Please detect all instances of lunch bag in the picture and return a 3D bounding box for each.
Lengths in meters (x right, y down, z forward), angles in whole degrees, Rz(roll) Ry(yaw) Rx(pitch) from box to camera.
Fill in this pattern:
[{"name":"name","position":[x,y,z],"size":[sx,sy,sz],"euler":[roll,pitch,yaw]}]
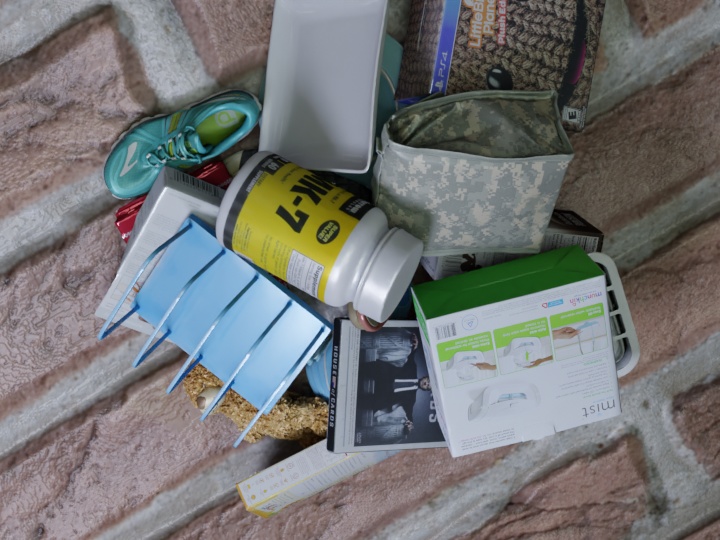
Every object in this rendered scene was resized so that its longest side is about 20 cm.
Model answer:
[{"name":"lunch bag","position":[0.106,-0.102,1.239],"size":[0.198,0.119,0.165],"euler":[-2,142,-9]}]

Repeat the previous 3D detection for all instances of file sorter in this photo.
[{"name":"file sorter","position":[-0.159,0.070,1.246],"size":[0.199,0.123,0.139],"euler":[38,116,0]}]

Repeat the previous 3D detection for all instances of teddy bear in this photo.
[{"name":"teddy bear","position":[-0.121,0.165,1.392],"size":[0.199,0.145,0.067],"euler":[32,61,-22]}]

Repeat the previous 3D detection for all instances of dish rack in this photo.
[{"name":"dish rack","position":[0.214,0.072,1.355],"size":[0.198,0.044,0.173],"euler":[-23,117,1]}]

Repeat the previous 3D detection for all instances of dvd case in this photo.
[{"name":"dvd case","position":[0.055,0.131,1.340],"size":[0.198,0.025,0.152],"euler":[2,93,-30]}]

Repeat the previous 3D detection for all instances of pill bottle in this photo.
[{"name":"pill bottle","position":[-0.042,-0.034,1.217],"size":[0.199,0.114,0.115],"euler":[28,101,12]}]

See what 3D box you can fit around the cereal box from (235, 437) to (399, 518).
[{"name":"cereal box","position":[-0.046,0.238,1.417],"size":[0.198,0.144,0.040],"euler":[-27,73,-4]}]

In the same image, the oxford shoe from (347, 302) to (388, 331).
[{"name":"oxford shoe","position":[0.000,0.000,1.332],"size":[0.074,0.201,0.071],"euler":[-16,125,20]}]

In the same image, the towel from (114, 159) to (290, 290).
[{"name":"towel","position":[-0.182,-0.017,1.364],"size":[0.144,0.023,0.201],"euler":[-28,118,-3]}]

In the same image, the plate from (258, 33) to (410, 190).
[{"name":"plate","position":[-0.022,-0.183,1.329],"size":[0.198,0.026,0.203],"euler":[1,101,6]}]

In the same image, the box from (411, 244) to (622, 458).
[{"name":"box","position":[0.173,0.090,1.278],"size":[0.198,0.097,0.178],"euler":[-15,114,-2]}]

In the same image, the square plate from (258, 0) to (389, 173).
[{"name":"square plate","position":[-0.037,-0.204,1.247],"size":[0.028,0.199,0.201],"euler":[7,90,-40]}]

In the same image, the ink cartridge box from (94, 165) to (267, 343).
[{"name":"ink cartridge box","position":[-0.195,-0.006,1.339],"size":[0.159,0.047,0.201],"euler":[21,122,-25]}]

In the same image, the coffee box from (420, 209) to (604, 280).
[{"name":"coffee box","position":[0.176,-0.031,1.393],"size":[0.198,0.113,0.081],"euler":[5,105,-13]}]

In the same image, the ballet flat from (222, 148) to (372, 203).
[{"name":"ballet flat","position":[-0.073,-0.092,1.325],"size":[0.198,0.057,0.067],"euler":[17,128,14]}]

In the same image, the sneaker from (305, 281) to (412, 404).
[{"name":"sneaker","position":[-0.011,0.074,1.411],"size":[0.079,0.130,0.202],"euler":[29,63,-27]}]

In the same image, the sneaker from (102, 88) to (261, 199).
[{"name":"sneaker","position":[-0.202,-0.145,1.306],"size":[0.199,0.080,0.078],"euler":[-30,109,0]}]

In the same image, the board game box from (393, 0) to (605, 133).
[{"name":"board game box","position":[0.156,-0.250,1.301],"size":[0.198,0.097,0.161],"euler":[9,90,-22]}]
